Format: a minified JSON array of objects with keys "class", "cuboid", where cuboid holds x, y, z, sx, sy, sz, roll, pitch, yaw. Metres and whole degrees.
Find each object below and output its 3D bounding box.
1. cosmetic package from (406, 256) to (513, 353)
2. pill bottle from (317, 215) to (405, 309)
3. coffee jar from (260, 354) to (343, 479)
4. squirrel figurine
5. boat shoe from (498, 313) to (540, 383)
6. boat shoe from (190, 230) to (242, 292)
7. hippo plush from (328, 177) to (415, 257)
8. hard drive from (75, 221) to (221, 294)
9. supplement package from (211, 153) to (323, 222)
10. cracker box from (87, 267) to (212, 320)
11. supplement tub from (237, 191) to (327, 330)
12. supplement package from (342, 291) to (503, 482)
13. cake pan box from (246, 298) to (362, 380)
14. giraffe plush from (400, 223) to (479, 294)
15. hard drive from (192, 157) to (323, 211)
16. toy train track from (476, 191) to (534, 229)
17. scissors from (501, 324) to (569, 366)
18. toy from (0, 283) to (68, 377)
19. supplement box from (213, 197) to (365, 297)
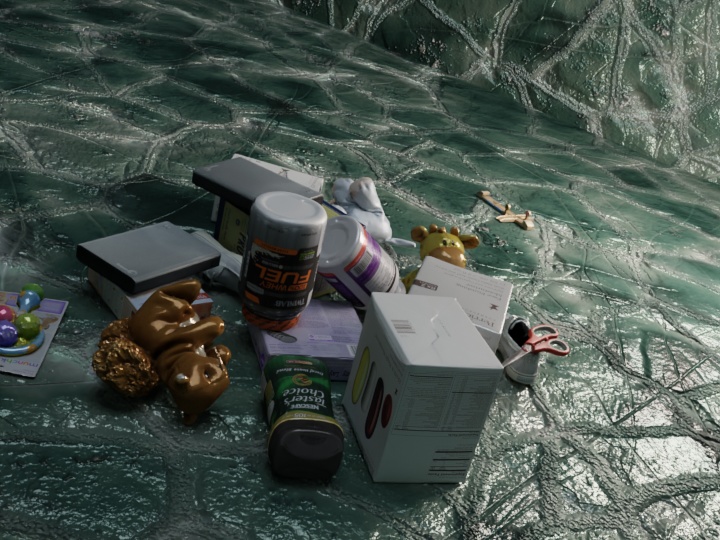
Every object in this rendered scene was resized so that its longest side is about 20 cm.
[{"class":"cosmetic package","cuboid":[0.146,0.106,1.544,0.164,0.166,0.200,17,26,7]},{"class":"pill bottle","cuboid":[0.000,0.000,1.648,0.111,0.111,0.200,44,-2,45]},{"class":"coffee jar","cuboid":[-0.084,0.206,1.311,0.103,0.086,0.200,8,27,-15]},{"class":"squirrel figurine","cuboid":[-0.281,0.135,1.329,0.199,0.142,0.187,-11,44,-19]},{"class":"boat shoe","cuboid":[0.285,0.122,1.679,0.070,0.072,0.201,10,27,-11]},{"class":"boat shoe","cuboid":[-0.259,-0.002,1.664,0.071,0.070,0.200,-31,49,-34]},{"class":"hippo plush","cuboid":[-0.030,-0.076,1.888,0.161,0.159,0.201,-37,97,-38]},{"class":"hard drive","cuboid":[-0.351,-0.024,1.550,0.139,0.033,0.200,29,28,25]},{"class":"supplement package","cuboid":[-0.191,-0.147,1.918,0.199,0.118,0.117,16,25,0]},{"class":"cracker box","cuboid":[-0.351,0.033,1.541,0.133,0.058,0.200,-6,32,-37]},{"class":"supplement tub","cuboid":[-0.128,-0.013,1.481,0.122,0.201,0.123,10,26,-5]},{"class":"supplement package","cuboid":[0.082,0.168,1.346,0.146,0.201,0.192,5,27,-20]},{"class":"cake pan box","cuboid":[-0.080,0.110,1.545,0.199,0.053,0.184,4,30,-22]},{"class":"giraffe plush","cuboid":[0.155,0.003,1.756,0.172,0.163,0.200,-5,33,-35]},{"class":"hard drive","cuboid":[-0.188,-0.148,1.694,0.199,0.033,0.139,26,28,25]},{"class":"toy train track","cuboid":[0.369,-0.162,2.355,0.114,0.033,0.200,-5,31,-35]},{"class":"scissors","cuboid":[0.280,0.129,1.579,0.199,0.014,0.073,-7,47,-39]},{"class":"toy","cuboid":[-0.513,0.076,1.377,0.114,0.048,0.200,10,26,-8]},{"class":"supplement box","cuboid":[-0.137,-0.051,1.735,0.199,0.135,0.199,32,30,32]}]
